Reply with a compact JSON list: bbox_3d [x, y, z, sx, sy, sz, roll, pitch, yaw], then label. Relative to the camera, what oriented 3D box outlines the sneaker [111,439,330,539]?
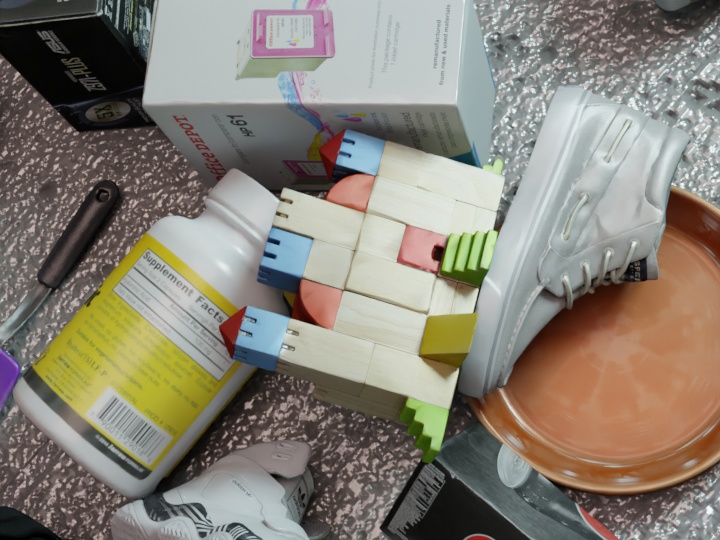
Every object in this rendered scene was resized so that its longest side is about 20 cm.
[{"bbox_3d":[-0.047,0.155,0.823,0.199,0.075,0.115,10,30,44],"label":"sneaker"}]

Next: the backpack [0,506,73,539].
[{"bbox_3d":[-0.232,0.222,0.818,0.162,0.200,0.168,38,93,19],"label":"backpack"}]

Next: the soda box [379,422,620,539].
[{"bbox_3d":[0.113,0.179,0.811,0.200,0.071,0.064,39,117,20],"label":"soda box"}]

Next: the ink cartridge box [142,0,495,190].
[{"bbox_3d":[-0.022,-0.112,0.907,0.199,0.145,0.085,3,72,14],"label":"ink cartridge box"}]

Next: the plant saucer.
[{"bbox_3d":[0.158,0.040,0.877,0.199,0.032,0.201,-4,71,12],"label":"plant saucer"}]

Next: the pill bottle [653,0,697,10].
[{"bbox_3d":[0.266,-0.256,0.908,0.199,0.111,0.111,-24,68,4],"label":"pill bottle"}]

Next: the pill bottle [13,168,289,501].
[{"bbox_3d":[-0.115,0.037,0.898,0.111,0.111,0.200,38,83,21],"label":"pill bottle"}]

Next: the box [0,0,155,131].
[{"bbox_3d":[-0.182,-0.221,0.970,0.086,0.164,0.201,-4,72,12],"label":"box"}]

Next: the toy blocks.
[{"bbox_3d":[0.000,0.000,0.832,0.136,0.100,0.201,17,66,-2],"label":"toy blocks"}]

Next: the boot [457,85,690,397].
[{"bbox_3d":[0.131,-0.008,0.846,0.095,0.074,0.201,20,84,10],"label":"boot"}]

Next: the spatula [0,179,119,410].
[{"bbox_3d":[-0.228,0.021,0.975,0.056,0.021,0.200,32,79,7],"label":"spatula"}]
